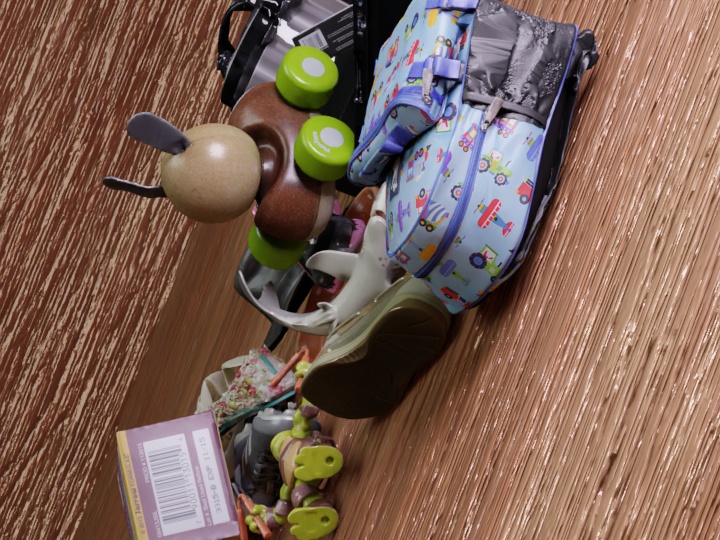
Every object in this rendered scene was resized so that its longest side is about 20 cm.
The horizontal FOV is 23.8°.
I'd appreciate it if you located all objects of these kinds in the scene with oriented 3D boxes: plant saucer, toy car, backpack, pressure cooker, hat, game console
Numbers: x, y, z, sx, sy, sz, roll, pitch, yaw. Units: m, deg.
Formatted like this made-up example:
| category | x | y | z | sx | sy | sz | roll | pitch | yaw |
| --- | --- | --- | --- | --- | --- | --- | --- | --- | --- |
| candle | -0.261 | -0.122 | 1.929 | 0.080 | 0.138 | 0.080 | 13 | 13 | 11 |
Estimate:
| category | x | y | z | sx | sy | sz | roll | pitch | yaw |
| --- | --- | --- | --- | --- | --- | --- | --- | --- | --- |
| plant saucer | -0.013 | 0.014 | 1.700 | 0.200 | 0.032 | 0.202 | -159 | 90 | -79 |
| toy car | -0.127 | -0.102 | 1.535 | 0.165 | 0.198 | 0.159 | 121 | 143 | -47 |
| backpack | 0.068 | -0.080 | 1.232 | 0.183 | 0.133 | 0.202 | 139 | 148 | -68 |
| pressure cooker | -0.068 | -0.234 | 1.925 | 0.177 | 0.198 | 0.179 | -63 | -1 | 13 |
| hat | -0.086 | -0.006 | 1.851 | 0.202 | 0.080 | 0.201 | -60 | 0 | 0 |
| game console | 0.055 | -0.172 | 1.444 | 0.176 | 0.115 | 0.202 | -62 | -23 | -55 |

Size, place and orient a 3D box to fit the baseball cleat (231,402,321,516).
| category | x | y | z | sx | sy | sz | roll | pitch | yaw |
| --- | --- | --- | --- | --- | --- | --- | --- | --- | --- |
| baseball cleat | -0.083 | 0.190 | 1.658 | 0.200 | 0.069 | 0.108 | 133 | 143 | -73 |

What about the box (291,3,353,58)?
| category | x | y | z | sx | sy | sz | roll | pitch | yaw |
| --- | --- | --- | --- | --- | --- | --- | --- | --- | --- |
| box | 0.041 | -0.253 | 1.584 | 0.198 | 0.035 | 0.110 | -25 | 8 | 23 |

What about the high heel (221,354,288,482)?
| category | x | y | z | sx | sy | sz | roll | pitch | yaw |
| --- | --- | --- | --- | --- | --- | --- | --- | --- | --- |
| high heel | -0.140 | 0.165 | 1.902 | 0.199 | 0.071 | 0.144 | -6 | 66 | 62 |

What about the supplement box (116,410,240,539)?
| category | x | y | z | sx | sy | sz | roll | pitch | yaw |
| --- | --- | --- | --- | --- | --- | --- | --- | --- | --- |
| supplement box | -0.184 | 0.237 | 1.712 | 0.200 | 0.102 | 0.132 | 112 | 145 | -68 |

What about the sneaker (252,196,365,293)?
| category | x | y | z | sx | sy | sz | roll | pitch | yaw |
| --- | --- | --- | --- | --- | --- | --- | --- | --- | --- |
| sneaker | -0.058 | -0.039 | 1.674 | 0.080 | 0.095 | 0.200 | -64 | 19 | 6 |

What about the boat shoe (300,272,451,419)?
| category | x | y | z | sx | sy | sz | roll | pitch | yaw |
| --- | --- | --- | --- | --- | --- | --- | --- | --- | --- |
| boat shoe | 0.016 | 0.058 | 1.388 | 0.201 | 0.073 | 0.064 | -49 | 14 | 51 |

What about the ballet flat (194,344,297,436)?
| category | x | y | z | sx | sy | sz | roll | pitch | yaw |
| --- | --- | --- | --- | --- | --- | --- | --- | --- | --- |
| ballet flat | -0.127 | 0.126 | 1.757 | 0.075 | 0.064 | 0.200 | -30 | -3 | -39 |

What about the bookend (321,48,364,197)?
| category | x | y | z | sx | sy | sz | roll | pitch | yaw |
| --- | --- | --- | --- | --- | --- | --- | --- | --- | --- |
| bookend | 0.009 | -0.148 | 1.743 | 0.201 | 0.091 | 0.200 | -92 | 24 | -61 |

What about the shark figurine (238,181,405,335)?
| category | x | y | z | sx | sy | sz | roll | pitch | yaw |
| --- | --- | --- | --- | --- | --- | --- | --- | --- | --- |
| shark figurine | -0.006 | 0.019 | 1.516 | 0.214 | 0.129 | 0.089 | -31 | -7 | 39 |

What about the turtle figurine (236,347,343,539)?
| category | x | y | z | sx | sy | sz | roll | pitch | yaw |
| --- | --- | --- | --- | --- | --- | --- | --- | --- | --- |
| turtle figurine | -0.054 | 0.180 | 1.501 | 0.161 | 0.064 | 0.202 | -138 | 66 | -72 |
